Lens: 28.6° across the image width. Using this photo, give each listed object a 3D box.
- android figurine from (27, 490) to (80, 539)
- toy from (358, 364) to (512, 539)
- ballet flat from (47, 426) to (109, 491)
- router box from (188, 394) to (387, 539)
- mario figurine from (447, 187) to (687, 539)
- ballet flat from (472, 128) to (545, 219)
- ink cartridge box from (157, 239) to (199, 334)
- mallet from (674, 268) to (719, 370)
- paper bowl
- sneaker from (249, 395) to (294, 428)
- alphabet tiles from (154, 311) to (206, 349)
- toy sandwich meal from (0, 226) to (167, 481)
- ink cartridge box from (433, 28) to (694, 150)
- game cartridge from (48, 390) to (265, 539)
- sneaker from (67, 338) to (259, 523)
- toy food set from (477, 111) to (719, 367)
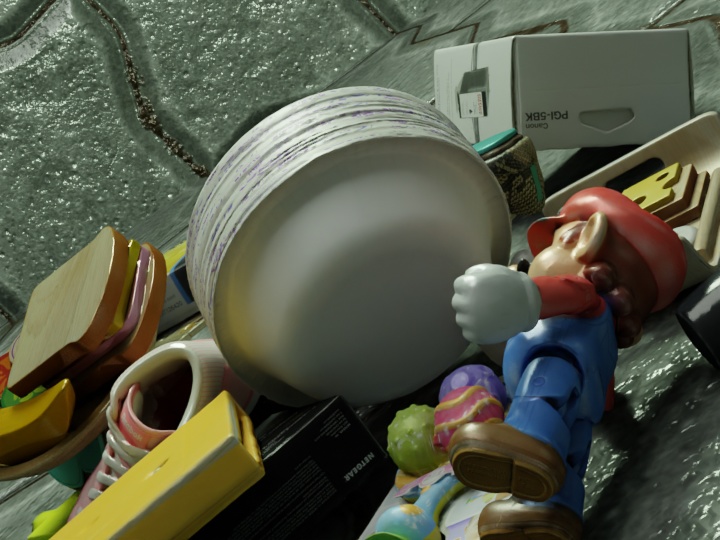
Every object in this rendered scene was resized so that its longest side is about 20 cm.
[{"bbox_3d":[-0.182,0.174,1.088,0.199,0.041,0.182,-21,19,52],"label":"android figurine"},{"bbox_3d":[0.047,0.093,0.758,0.114,0.047,0.200,-26,17,33],"label":"toy"},{"bbox_3d":[-0.193,0.131,1.079,0.064,0.072,0.199,-11,1,-27],"label":"ballet flat"},{"bbox_3d":[-0.090,0.158,0.831,0.199,0.051,0.149,-40,4,-20],"label":"router box"},{"bbox_3d":[0.086,0.039,0.685,0.201,0.105,0.124,-62,-2,-41],"label":"mario figurine"},{"bbox_3d":[0.052,-0.048,1.001,0.199,0.076,0.068,-7,22,49],"label":"ballet flat"},{"bbox_3d":[-0.132,-0.007,1.163,0.196,0.047,0.200,-30,13,22],"label":"ink cartridge box"},{"bbox_3d":[0.206,0.028,0.606,0.066,0.041,0.200,-40,17,-5],"label":"mallet"},{"bbox_3d":[0.000,0.000,0.858,0.199,0.201,0.105,-35,43,3],"label":"paper bowl"},{"bbox_3d":[-0.046,0.043,1.004,0.200,0.070,0.094,-49,39,18],"label":"sneaker"},{"bbox_3d":[-0.170,0.060,1.110,0.166,0.006,0.199,-40,12,-37],"label":"alphabet tiles"},{"bbox_3d":[-0.223,0.059,1.015,0.203,0.070,0.207,-28,35,22],"label":"toy sandwich meal"},{"bbox_3d":[0.153,-0.140,1.104,0.144,0.084,0.200,-4,7,-14],"label":"ink cartridge box"},{"bbox_3d":[-0.138,0.150,0.770,0.200,0.033,0.176,-42,6,-3],"label":"game cartridge"},{"bbox_3d":[-0.148,0.128,0.920,0.201,0.075,0.105,-55,-19,2],"label":"sneaker"},{"bbox_3d":[0.154,-0.026,0.876,0.143,0.061,0.200,-29,15,30],"label":"toy food set"}]
